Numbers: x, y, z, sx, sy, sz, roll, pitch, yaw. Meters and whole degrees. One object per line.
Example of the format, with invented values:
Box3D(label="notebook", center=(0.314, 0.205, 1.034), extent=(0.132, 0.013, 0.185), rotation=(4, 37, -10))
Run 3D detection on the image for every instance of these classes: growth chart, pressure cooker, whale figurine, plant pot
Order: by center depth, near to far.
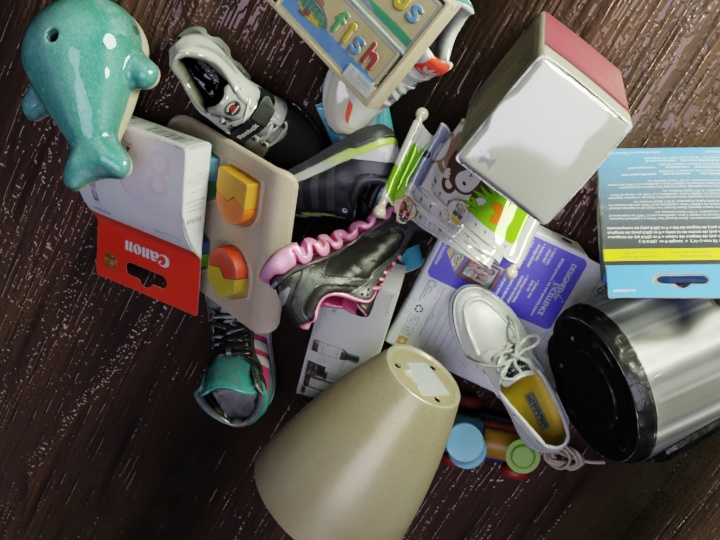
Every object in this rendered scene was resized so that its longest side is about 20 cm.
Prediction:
Box3D(label="whale figurine", center=(-0.283, -0.186, 1.210), extent=(0.159, 0.104, 0.201), rotation=(-11, 73, 16))
Box3D(label="growth chart", center=(0.112, -0.081, 1.221), extent=(0.200, 0.018, 0.145), rotation=(26, 74, -27))
Box3D(label="pressure cooker", center=(0.317, 0.088, 1.226), extent=(0.199, 0.176, 0.179), rotation=(-20, 136, -19))
Box3D(label="plant pot", center=(0.016, 0.182, 1.284), extent=(0.187, 0.187, 0.200), rotation=(33, 116, -7))

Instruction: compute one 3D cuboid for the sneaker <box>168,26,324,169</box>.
Box3D(label="sneaker", center=(-0.125, -0.166, 1.248), extent=(0.200, 0.089, 0.074), rotation=(39, 111, -12))

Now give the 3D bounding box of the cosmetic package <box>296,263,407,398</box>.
Box3D(label="cosmetic package", center=(-0.012, 0.069, 1.322), extent=(0.082, 0.051, 0.200), rotation=(15, 132, 0))

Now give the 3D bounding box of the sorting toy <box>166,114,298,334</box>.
Box3D(label="sorting toy", center=(-0.153, -0.050, 1.274), extent=(0.200, 0.036, 0.186), rotation=(29, 121, 37))

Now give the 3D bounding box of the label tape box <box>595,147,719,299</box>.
Box3D(label="label tape box", center=(0.309, -0.032, 1.184), extent=(0.144, 0.200, 0.063), rotation=(0, 141, 8))

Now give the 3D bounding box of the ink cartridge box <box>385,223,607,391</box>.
Box3D(label="ink cartridge box", center=(0.157, 0.037, 1.320), extent=(0.200, 0.043, 0.199), rotation=(26, 114, -2))

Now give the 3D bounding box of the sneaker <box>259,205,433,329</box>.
Box3D(label="sneaker", center=(0.000, 0.000, 1.211), extent=(0.200, 0.079, 0.096), rotation=(-22, 75, -22))

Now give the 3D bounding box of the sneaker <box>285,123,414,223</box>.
Box3D(label="sneaker", center=(-0.033, -0.077, 1.243), extent=(0.200, 0.072, 0.083), rotation=(-29, 83, 31))

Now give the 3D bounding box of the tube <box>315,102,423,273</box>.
Box3D(label="tube", center=(0.017, -0.095, 1.286), extent=(0.077, 0.050, 0.201), rotation=(-16, 104, 4))

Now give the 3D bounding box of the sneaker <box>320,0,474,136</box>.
Box3D(label="sneaker", center=(0.038, -0.208, 1.187), extent=(0.070, 0.093, 0.200), rotation=(22, 111, -44))

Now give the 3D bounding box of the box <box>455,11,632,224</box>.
Box3D(label="box", center=(0.177, -0.152, 1.150), extent=(0.109, 0.200, 0.128), rotation=(36, 114, -7))

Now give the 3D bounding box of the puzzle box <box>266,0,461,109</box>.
Box3D(label="puzzle box", center=(-0.010, -0.273, 1.168), extent=(0.200, 0.025, 0.133), rotation=(48, 113, 19))

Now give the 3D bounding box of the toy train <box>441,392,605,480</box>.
Box3D(label="toy train", center=(0.185, 0.200, 1.337), extent=(0.199, 0.116, 0.085), rotation=(11, 92, 3))

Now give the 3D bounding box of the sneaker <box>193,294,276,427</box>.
Box3D(label="sneaker", center=(-0.146, 0.093, 1.343), extent=(0.083, 0.121, 0.201), rotation=(-7, 111, 10))

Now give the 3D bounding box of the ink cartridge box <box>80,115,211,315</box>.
Box3D(label="ink cartridge box", center=(-0.240, -0.062, 1.288), extent=(0.162, 0.057, 0.201), rotation=(20, 110, 29))

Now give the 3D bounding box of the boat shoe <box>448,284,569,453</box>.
Box3D(label="boat shoe", center=(0.159, 0.103, 1.250), extent=(0.074, 0.086, 0.202), rotation=(-27, 87, -6))
